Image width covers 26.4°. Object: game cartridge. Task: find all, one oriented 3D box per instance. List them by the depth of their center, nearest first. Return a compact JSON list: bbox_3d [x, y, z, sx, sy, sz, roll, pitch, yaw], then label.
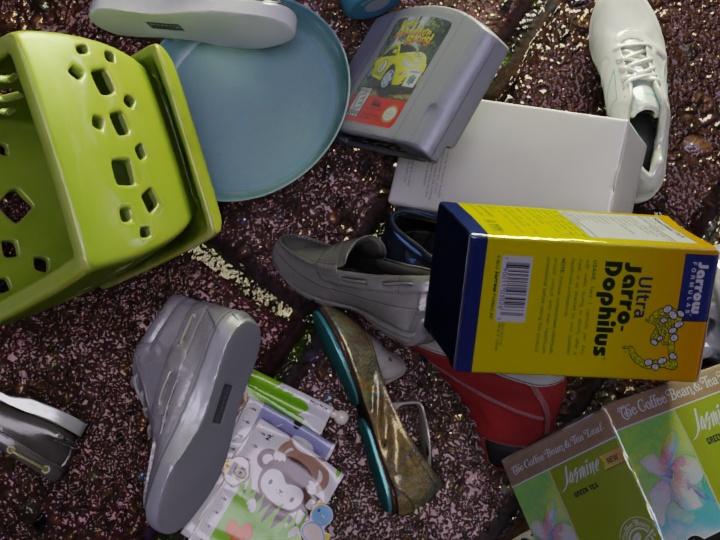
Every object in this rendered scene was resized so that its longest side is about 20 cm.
[{"bbox_3d":[0.042,-0.164,1.320,0.041,0.200,0.134,38,81,-29],"label":"game cartridge"}]

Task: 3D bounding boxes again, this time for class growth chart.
[{"bbox_3d":[-0.087,0.194,1.365,0.144,0.018,0.201,19,85,-2],"label":"growth chart"}]

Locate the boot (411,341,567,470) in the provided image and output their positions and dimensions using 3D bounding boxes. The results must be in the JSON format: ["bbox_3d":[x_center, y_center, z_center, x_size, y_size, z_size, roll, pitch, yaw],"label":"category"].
[{"bbox_3d":[0.088,0.101,1.358,0.199,0.145,0.072,24,41,29],"label":"boot"}]

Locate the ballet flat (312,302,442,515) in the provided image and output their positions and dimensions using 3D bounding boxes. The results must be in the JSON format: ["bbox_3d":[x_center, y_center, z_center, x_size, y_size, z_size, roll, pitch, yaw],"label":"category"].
[{"bbox_3d":[0.019,0.114,1.355,0.070,0.071,0.201,-21,90,-5],"label":"ballet flat"}]

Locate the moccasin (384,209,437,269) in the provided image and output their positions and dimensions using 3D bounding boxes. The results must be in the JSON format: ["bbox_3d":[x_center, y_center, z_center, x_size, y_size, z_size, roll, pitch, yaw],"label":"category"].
[{"bbox_3d":[0.106,0.001,1.301,0.199,0.068,0.081,13,59,18],"label":"moccasin"}]

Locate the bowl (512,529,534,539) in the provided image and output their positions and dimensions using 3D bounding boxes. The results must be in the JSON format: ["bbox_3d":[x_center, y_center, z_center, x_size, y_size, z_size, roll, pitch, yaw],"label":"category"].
[{"bbox_3d":[0.193,0.321,1.329,0.199,0.094,0.203,0,85,-2],"label":"bowl"}]

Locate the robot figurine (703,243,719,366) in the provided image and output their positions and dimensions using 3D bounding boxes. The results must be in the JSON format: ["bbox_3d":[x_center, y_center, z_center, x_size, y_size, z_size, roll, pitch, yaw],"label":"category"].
[{"bbox_3d":[0.365,0.024,1.355,0.198,0.113,0.171,-14,112,-4],"label":"robot figurine"}]

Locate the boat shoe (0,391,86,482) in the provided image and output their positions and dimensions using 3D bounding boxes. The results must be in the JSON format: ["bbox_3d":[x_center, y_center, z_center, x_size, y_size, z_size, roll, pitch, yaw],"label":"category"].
[{"bbox_3d":[-0.341,0.123,1.331,0.200,0.072,0.061,22,79,-5],"label":"boat shoe"}]

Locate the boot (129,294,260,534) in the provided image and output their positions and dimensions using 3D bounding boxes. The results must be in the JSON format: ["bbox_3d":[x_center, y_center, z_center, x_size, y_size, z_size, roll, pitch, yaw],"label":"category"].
[{"bbox_3d":[-0.163,0.122,1.340,0.095,0.073,0.201,17,81,32],"label":"boot"}]

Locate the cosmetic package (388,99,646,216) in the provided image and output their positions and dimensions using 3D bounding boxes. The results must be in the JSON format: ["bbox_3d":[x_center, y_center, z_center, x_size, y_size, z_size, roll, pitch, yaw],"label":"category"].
[{"bbox_3d":[0.136,-0.084,1.332,0.199,0.085,0.108,13,84,22],"label":"cosmetic package"}]

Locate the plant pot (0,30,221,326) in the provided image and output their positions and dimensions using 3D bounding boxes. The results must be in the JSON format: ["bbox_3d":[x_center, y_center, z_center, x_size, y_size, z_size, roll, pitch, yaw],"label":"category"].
[{"bbox_3d":[-0.239,-0.077,1.279,0.181,0.198,0.201,-12,83,-47],"label":"plant pot"}]

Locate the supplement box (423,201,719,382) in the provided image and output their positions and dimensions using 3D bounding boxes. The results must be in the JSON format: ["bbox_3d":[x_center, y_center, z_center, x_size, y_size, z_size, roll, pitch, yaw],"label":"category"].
[{"bbox_3d":[0.162,0.016,1.201,0.198,0.109,0.110,3,105,-11],"label":"supplement box"}]

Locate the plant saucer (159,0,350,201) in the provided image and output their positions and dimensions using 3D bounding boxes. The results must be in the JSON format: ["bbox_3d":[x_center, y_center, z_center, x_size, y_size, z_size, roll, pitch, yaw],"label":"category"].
[{"bbox_3d":[-0.103,-0.150,1.363,0.198,0.027,0.202,-4,70,12],"label":"plant saucer"}]

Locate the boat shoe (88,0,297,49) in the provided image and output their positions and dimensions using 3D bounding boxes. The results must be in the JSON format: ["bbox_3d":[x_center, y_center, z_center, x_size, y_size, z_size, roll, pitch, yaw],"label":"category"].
[{"bbox_3d":[-0.145,-0.242,1.359,0.199,0.072,0.068,7,73,24],"label":"boat shoe"}]

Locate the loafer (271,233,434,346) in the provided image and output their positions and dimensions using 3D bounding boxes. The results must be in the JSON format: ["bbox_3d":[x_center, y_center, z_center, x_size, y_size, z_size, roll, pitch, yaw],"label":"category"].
[{"bbox_3d":[0.000,0.000,1.317,0.199,0.070,0.070,23,118,38],"label":"loafer"}]

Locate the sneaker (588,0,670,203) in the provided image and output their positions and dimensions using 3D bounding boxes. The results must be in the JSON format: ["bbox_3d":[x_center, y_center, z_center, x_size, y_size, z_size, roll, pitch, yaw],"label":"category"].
[{"bbox_3d":[0.252,-0.166,1.385,0.070,0.080,0.202,-6,84,-2],"label":"sneaker"}]

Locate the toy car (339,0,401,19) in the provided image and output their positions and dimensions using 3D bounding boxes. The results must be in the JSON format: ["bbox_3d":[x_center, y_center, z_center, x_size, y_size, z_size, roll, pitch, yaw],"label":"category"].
[{"bbox_3d":[0.026,-0.351,1.317,0.176,0.200,0.186,-18,77,-4],"label":"toy car"}]

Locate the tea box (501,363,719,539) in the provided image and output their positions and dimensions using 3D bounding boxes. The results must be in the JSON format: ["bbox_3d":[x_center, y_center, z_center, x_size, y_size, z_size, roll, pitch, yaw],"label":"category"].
[{"bbox_3d":[0.256,0.200,1.267,0.199,0.133,0.198,-13,73,-43],"label":"tea box"}]
